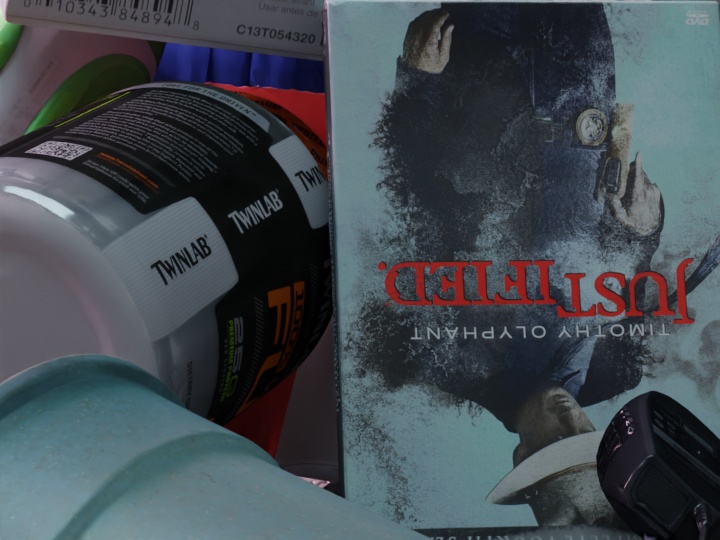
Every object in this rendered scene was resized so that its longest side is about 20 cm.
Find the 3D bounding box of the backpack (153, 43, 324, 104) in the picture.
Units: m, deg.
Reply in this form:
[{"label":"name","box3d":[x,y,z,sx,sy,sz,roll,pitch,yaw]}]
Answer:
[{"label":"backpack","box3d":[-0.030,-0.047,1.243,0.168,0.200,0.163,-2,21,11]}]

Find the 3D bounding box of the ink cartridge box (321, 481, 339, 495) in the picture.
[{"label":"ink cartridge box","box3d":[0.045,0.124,1.006,0.199,0.041,0.200,11,27,37]}]

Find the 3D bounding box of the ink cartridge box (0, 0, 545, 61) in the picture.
[{"label":"ink cartridge box","box3d":[-0.045,-0.133,1.090,0.196,0.043,0.200,5,24,-14]}]

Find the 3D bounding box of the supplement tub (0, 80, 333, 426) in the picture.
[{"label":"supplement tub","box3d":[-0.082,0.004,0.974,0.122,0.123,0.200,3,17,21]}]

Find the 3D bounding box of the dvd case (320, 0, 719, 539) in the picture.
[{"label":"dvd case","box3d":[0.061,0.003,0.985,0.146,0.200,0.022,0,-11,-8]}]

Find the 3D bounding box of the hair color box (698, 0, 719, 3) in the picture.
[{"label":"hair color box","box3d":[0.154,-0.150,1.115,0.200,0.099,0.061,14,23,-32]}]

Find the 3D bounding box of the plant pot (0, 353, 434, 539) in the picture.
[{"label":"plant pot","box3d":[-0.023,0.145,0.790,0.196,0.200,0.200,17,30,30]}]

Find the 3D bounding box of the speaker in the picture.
[{"label":"speaker","box3d":[-0.157,-0.034,1.096,0.088,0.088,0.200,13,61,40]}]

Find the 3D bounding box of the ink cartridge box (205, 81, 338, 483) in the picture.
[{"label":"ink cartridge box","box3d":[0.000,0.000,1.072,0.200,0.161,0.050,7,-16,25]}]

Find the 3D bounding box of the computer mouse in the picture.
[{"label":"computer mouse","box3d":[0.099,0.090,0.876,0.034,0.059,0.200,-48,9,15]}]
